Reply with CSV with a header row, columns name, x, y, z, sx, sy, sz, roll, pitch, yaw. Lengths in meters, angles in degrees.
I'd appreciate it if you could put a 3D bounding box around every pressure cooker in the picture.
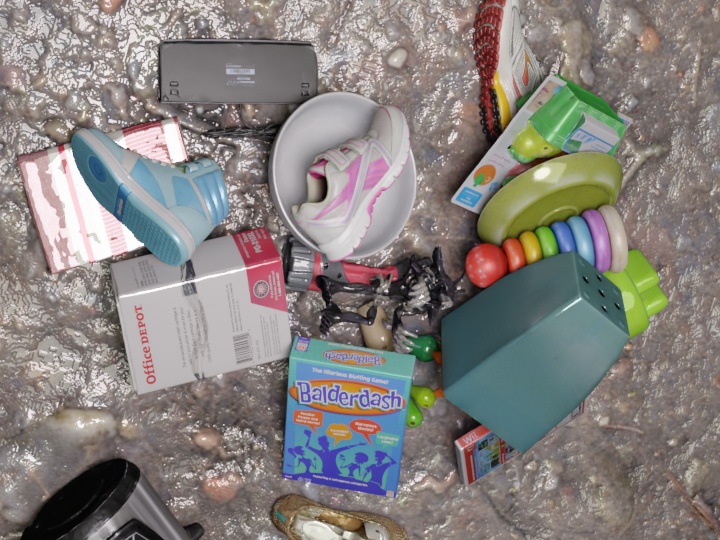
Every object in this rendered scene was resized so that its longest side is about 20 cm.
name,x,y,z,sx,sy,sz,roll,pitch,yaw
pressure cooker,-0.287,0.350,1.500,0.174,0.179,0.202,-26,108,23

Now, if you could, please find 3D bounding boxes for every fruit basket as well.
name,x,y,z,sx,sy,sz,roll,pitch,yaw
fruit basket,0.233,-0.134,1.562,0.184,0.094,0.201,18,113,-42

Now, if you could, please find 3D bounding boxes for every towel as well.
name,x,y,z,sx,sy,sz,roll,pitch,yaw
towel,-0.297,-0.092,1.500,0.197,0.023,0.147,-16,101,-14

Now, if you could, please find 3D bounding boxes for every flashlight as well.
name,x,y,z,sx,sy,sz,roll,pitch,yaw
flashlight,0.000,0.000,1.572,0.196,0.068,0.069,5,90,-15

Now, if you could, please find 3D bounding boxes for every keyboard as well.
name,x,y,z,sx,sy,sz,roll,pitch,yaw
keyboard,-0.147,-0.216,1.520,0.196,0.021,0.130,-1,94,-14

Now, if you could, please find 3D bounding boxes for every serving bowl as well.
name,x,y,z,sx,sy,sz,roll,pitch,yaw
serving bowl,-0.030,-0.113,1.532,0.197,0.066,0.204,2,86,-28

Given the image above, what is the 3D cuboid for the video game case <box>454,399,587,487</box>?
name,x,y,z,sx,sy,sz,roll,pitch,yaw
video game case,0.214,0.204,1.640,0.198,0.144,0.018,-30,62,-9

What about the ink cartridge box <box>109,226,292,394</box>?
name,x,y,z,sx,sy,sz,roll,pitch,yaw
ink cartridge box,-0.190,0.048,1.497,0.197,0.085,0.147,-13,124,-13

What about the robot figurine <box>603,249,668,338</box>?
name,x,y,z,sx,sy,sz,roll,pitch,yaw
robot figurine,0.295,0.054,1.625,0.198,0.116,0.176,-30,128,4

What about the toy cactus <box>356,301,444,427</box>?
name,x,y,z,sx,sy,sz,roll,pitch,yaw
toy cactus,0.047,0.118,1.596,0.198,0.102,0.167,-27,81,17

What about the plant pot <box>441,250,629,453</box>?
name,x,y,z,sx,sy,sz,roll,pitch,yaw
plant pot,0.214,0.082,1.488,0.141,0.142,0.200,36,121,-23

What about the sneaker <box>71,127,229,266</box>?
name,x,y,z,sx,sy,sz,roll,pitch,yaw
sneaker,-0.238,-0.111,1.473,0.200,0.080,0.130,47,56,3

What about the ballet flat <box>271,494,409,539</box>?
name,x,y,z,sx,sy,sz,roll,pitch,yaw
ballet flat,-0.022,0.346,1.625,0.197,0.065,0.072,16,95,-17

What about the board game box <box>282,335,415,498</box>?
name,x,y,z,sx,sy,sz,roll,pitch,yaw
board game box,-0.017,0.183,1.542,0.149,0.045,0.203,9,125,5

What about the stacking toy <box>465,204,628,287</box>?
name,x,y,z,sx,sy,sz,roll,pitch,yaw
stacking toy,0.225,-0.021,1.546,0.196,0.085,0.087,-12,102,-2

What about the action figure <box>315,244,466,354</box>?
name,x,y,z,sx,sy,sz,roll,pitch,yaw
action figure,0.048,0.039,1.514,0.196,0.103,0.120,-7,128,-15

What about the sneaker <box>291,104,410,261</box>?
name,x,y,z,sx,sy,sz,roll,pitch,yaw
sneaker,-0.012,-0.116,1.460,0.088,0.081,0.202,35,71,-23

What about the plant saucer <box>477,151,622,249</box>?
name,x,y,z,sx,sy,sz,roll,pitch,yaw
plant saucer,0.244,-0.074,1.571,0.197,0.201,0.031,-15,60,-12

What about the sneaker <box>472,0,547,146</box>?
name,x,y,z,sx,sy,sz,roll,pitch,yaw
sneaker,0.192,-0.260,1.581,0.081,0.078,0.203,-12,112,-17
